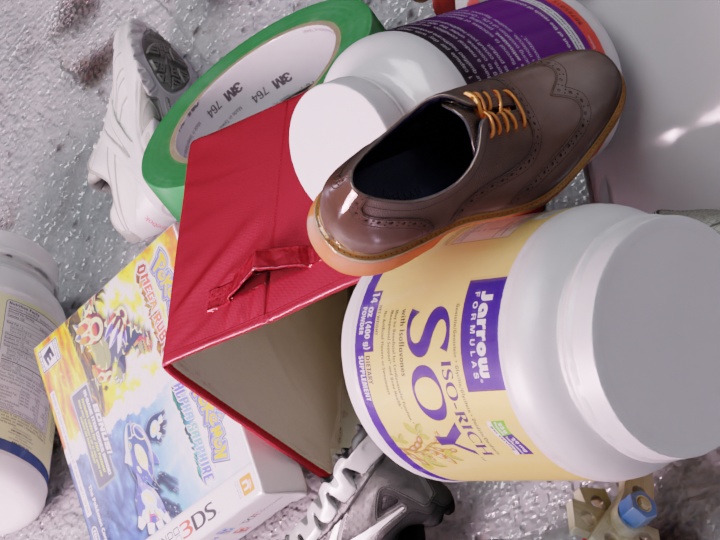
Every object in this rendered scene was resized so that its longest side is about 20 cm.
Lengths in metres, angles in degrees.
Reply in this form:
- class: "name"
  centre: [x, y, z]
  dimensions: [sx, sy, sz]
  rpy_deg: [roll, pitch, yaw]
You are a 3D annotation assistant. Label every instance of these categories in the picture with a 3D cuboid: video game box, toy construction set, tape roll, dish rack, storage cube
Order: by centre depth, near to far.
- class: "toy construction set"
  centre: [0.192, 0.085, 1.250]
  dimensions: [0.200, 0.092, 0.131]
  rpy_deg: [-42, 69, 25]
- class: "dish rack"
  centre: [0.190, -0.105, 1.310]
  dimensions: [0.171, 0.043, 0.201]
  rpy_deg: [-5, 102, 39]
- class: "storage cube"
  centre: [0.000, 0.000, 1.393]
  dimensions: [0.171, 0.200, 0.180]
  rpy_deg: [-23, 45, 31]
- class: "video game box"
  centre: [-0.132, 0.098, 1.491]
  dimensions: [0.182, 0.047, 0.201]
  rpy_deg: [-38, 63, 36]
- class: "tape roll"
  centre: [-0.062, -0.110, 1.572]
  dimensions: [0.200, 0.048, 0.201]
  rpy_deg: [-31, 27, 17]

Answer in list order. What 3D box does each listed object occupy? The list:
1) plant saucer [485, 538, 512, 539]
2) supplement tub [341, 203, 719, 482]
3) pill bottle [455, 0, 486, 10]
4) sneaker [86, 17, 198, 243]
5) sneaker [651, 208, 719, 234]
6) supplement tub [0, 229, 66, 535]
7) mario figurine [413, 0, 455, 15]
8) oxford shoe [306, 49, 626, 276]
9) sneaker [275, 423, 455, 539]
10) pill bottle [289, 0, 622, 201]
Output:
- class: "plant saucer"
  centre: [0.030, 0.211, 1.257]
  dimensions: [0.200, 0.036, 0.200]
  rpy_deg: [-39, 2, 1]
- class: "supplement tub"
  centre: [0.101, 0.041, 1.188]
  dimensions: [0.200, 0.145, 0.146]
  rpy_deg: [-8, 60, 53]
- class: "pill bottle"
  centre: [0.169, -0.180, 1.406]
  dimensions: [0.199, 0.114, 0.114]
  rpy_deg: [-9, 60, 39]
- class: "sneaker"
  centre: [-0.177, -0.108, 1.709]
  dimensions: [0.099, 0.078, 0.201]
  rpy_deg: [-34, 45, 27]
- class: "sneaker"
  centre: [0.255, -0.041, 1.227]
  dimensions: [0.199, 0.083, 0.078]
  rpy_deg: [-10, 13, 14]
- class: "supplement tub"
  centre: [-0.295, 0.082, 1.646]
  dimensions: [0.145, 0.145, 0.201]
  rpy_deg: [-19, 54, 33]
- class: "mario figurine"
  centre: [0.031, -0.243, 1.564]
  dimensions: [0.200, 0.123, 0.106]
  rpy_deg: [52, 144, 25]
- class: "oxford shoe"
  centre: [0.066, -0.065, 1.141]
  dimensions: [0.200, 0.073, 0.071]
  rpy_deg: [-33, 76, -25]
- class: "sneaker"
  centre: [-0.009, 0.185, 1.376]
  dimensions: [0.090, 0.066, 0.200]
  rpy_deg: [39, 118, 9]
- class: "pill bottle"
  centre: [0.054, -0.090, 1.266]
  dimensions: [0.112, 0.200, 0.113]
  rpy_deg: [17, 116, 38]
